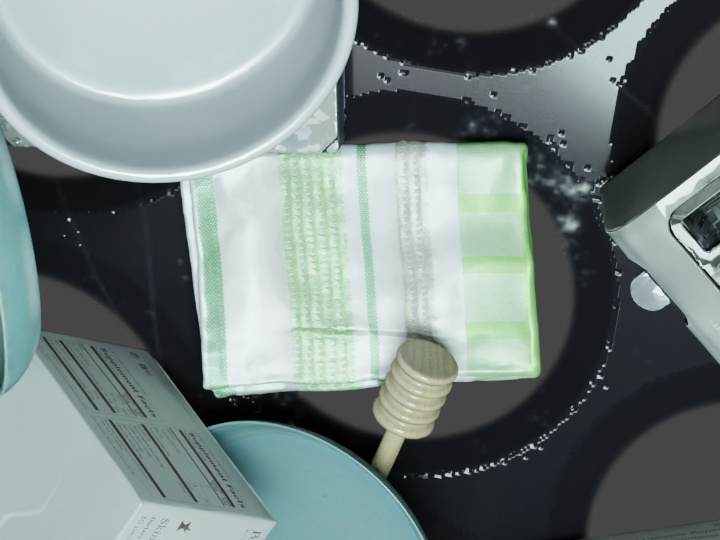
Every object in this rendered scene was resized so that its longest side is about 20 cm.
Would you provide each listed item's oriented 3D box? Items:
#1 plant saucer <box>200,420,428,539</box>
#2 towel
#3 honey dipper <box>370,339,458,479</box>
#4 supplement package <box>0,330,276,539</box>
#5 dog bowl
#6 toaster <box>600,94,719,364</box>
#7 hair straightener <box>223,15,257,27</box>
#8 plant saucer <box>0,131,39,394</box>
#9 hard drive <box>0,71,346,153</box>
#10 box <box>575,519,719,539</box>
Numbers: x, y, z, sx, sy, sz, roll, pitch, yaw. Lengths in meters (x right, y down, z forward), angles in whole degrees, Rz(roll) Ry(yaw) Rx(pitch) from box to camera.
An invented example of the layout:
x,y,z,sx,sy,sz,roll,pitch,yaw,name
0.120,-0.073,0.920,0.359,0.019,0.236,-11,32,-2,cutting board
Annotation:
x,y,z,sx,sy,sz,roll,pitch,yaw,name
-0.036,0.172,1.705,0.200,0.027,0.200,13,120,23,plant saucer
0.000,0.000,1.664,0.200,0.031,0.149,-3,110,9,towel
0.005,0.126,1.695,0.038,0.038,0.200,24,124,-1,honey dipper
-0.173,0.162,1.664,0.200,0.111,0.156,-55,52,20,supplement package
-0.105,-0.149,1.498,0.200,0.079,0.200,-5,124,-7,dog bowl
0.255,-0.019,1.574,0.200,0.119,0.181,-38,102,18,toaster
-0.154,-0.160,1.589,0.200,0.041,0.077,-5,109,15,hair straightener
-0.209,-0.032,1.572,0.027,0.200,0.200,-15,109,-16,plant saucer
-0.109,-0.136,1.627,0.200,0.038,0.140,2,110,7,hard drive
0.176,0.269,1.660,0.199,0.171,0.200,-9,108,11,box
